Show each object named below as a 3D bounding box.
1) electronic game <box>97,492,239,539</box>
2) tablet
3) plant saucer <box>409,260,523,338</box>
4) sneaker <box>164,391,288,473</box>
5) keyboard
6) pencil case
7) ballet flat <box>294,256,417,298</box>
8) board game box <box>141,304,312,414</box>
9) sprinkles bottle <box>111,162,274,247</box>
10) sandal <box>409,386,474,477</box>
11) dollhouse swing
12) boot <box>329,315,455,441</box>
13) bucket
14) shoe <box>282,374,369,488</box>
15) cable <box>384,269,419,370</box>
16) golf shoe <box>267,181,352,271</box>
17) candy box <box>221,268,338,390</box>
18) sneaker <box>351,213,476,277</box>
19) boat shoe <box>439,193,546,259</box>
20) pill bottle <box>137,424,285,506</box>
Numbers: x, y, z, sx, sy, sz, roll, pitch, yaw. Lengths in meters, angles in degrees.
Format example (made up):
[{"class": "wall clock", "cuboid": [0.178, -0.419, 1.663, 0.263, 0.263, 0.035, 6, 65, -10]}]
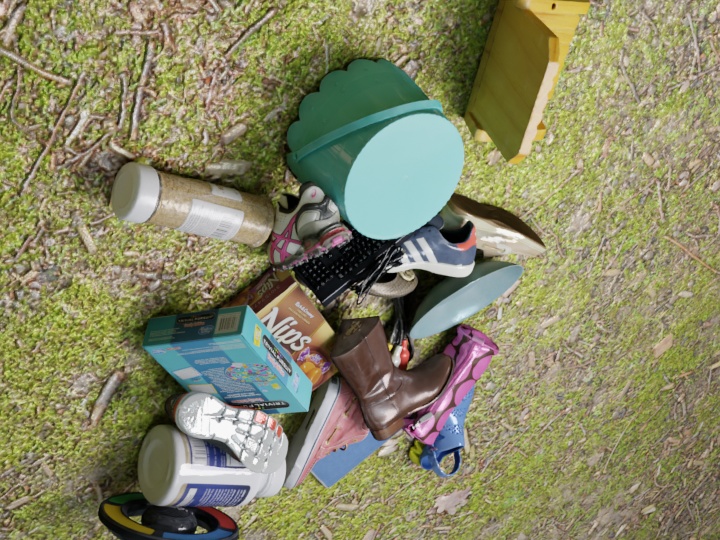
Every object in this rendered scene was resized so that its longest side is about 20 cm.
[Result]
[{"class": "electronic game", "cuboid": [-0.267, 0.350, 1.545, 0.199, 0.199, 0.042, 9, 94, -39]}, {"class": "tablet", "cuboid": [-0.004, 0.263, 1.791, 0.199, 0.014, 0.130, -38, 137, -3]}, {"class": "plant saucer", "cuboid": [0.152, 0.034, 1.667, 0.200, 0.039, 0.201, -28, 162, -9]}, {"class": "sneaker", "cuboid": [-0.184, 0.213, 1.521, 0.200, 0.082, 0.078, 38, 73, -34]}, {"class": "keyboard", "cuboid": [0.011, -0.035, 1.483, 0.200, 0.104, 0.040, -40, 167, -13]}, {"class": "pencil case", "cuboid": [0.137, 0.182, 1.758, 0.201, 0.090, 0.094, -56, 161, 3]}, {"class": "ballet flat", "cuboid": [0.000, 0.000, 1.551, 0.198, 0.068, 0.047, 5, 124, -31]}, {"class": "board game box", "cuboid": [-0.174, 0.127, 1.478, 0.149, 0.047, 0.200, -8, 142, 22]}, {"class": "sprinkles bottle", "cuboid": [-0.200, -0.077, 1.341, 0.199, 0.068, 0.069, 12, 116, -41]}, {"class": "sandal", "cuboid": [0.151, 0.266, 1.852, 0.079, 0.087, 0.202, -3, 123, -31]}, {"class": "dollhouse swing", "cuboid": [0.245, -0.249, 1.445, 0.180, 0.176, 0.202, -5, 125, -32]}, {"class": "boot", "cuboid": [0.048, 0.125, 1.625, 0.186, 0.064, 0.201, -44, 127, -27]}, {"class": "bucket", "cuboid": [0.023, -0.150, 1.394, 0.205, 0.135, 0.209, -20, 133, -23]}, {"class": "shoe", "cuboid": [-0.047, 0.259, 1.696, 0.090, 0.072, 0.202, 21, 108, -15]}, {"class": "cable", "cuboid": [0.067, 0.091, 1.678, 0.096, 0.050, 0.202, -2, 124, -40]}, {"class": "golf shoe", "cuboid": [-0.075, -0.056, 1.401, 0.072, 0.093, 0.200, -25, 180, -27]}, {"class": "candy box", "cuboid": [-0.103, 0.092, 1.554, 0.116, 0.057, 0.200, -37, 138, -4]}, {"class": "sneaker", "cuboid": [0.070, -0.047, 1.542, 0.198, 0.075, 0.085, 3, 115, -19]}, {"class": "boat shoe", "cuboid": [0.191, -0.053, 1.641, 0.199, 0.072, 0.065, 17, 118, -36]}, {"class": "pill bottle", "cuboid": [-0.209, 0.282, 1.588, 0.199, 0.111, 0.112, 12, 116, -40]}]
